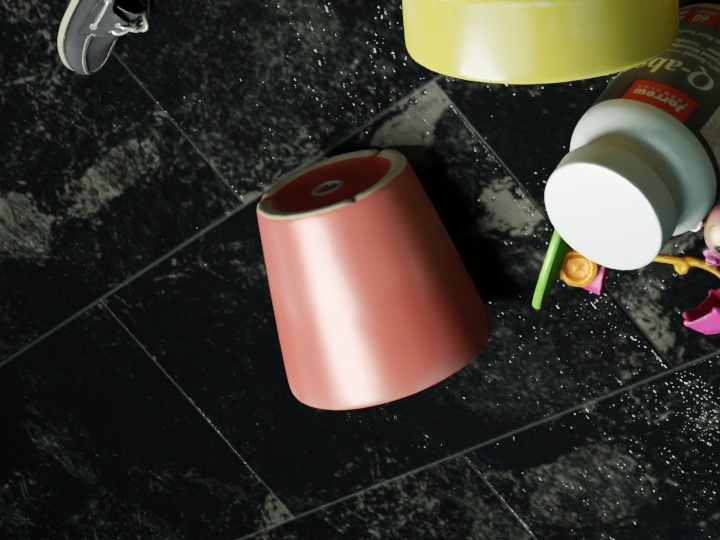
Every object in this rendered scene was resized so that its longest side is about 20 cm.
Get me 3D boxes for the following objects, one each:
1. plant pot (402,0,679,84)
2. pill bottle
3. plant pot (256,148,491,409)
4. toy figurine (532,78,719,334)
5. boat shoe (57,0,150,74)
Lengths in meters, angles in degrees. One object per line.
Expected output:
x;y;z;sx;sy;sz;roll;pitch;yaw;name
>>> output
0.124;-0.253;1.459;0.200;0.201;0.190;13;121;34;plant pot
0.224;-0.097;1.502;0.115;0.200;0.116;24;141;22;pill bottle
0.000;0.000;1.838;0.200;0.200;0.178;0;118;43;plant pot
0.254;-0.033;1.637;0.183;0.150;0.201;20;116;8;toy figurine
-0.225;-0.240;1.890;0.063;0.073;0.200;39;140;10;boat shoe
